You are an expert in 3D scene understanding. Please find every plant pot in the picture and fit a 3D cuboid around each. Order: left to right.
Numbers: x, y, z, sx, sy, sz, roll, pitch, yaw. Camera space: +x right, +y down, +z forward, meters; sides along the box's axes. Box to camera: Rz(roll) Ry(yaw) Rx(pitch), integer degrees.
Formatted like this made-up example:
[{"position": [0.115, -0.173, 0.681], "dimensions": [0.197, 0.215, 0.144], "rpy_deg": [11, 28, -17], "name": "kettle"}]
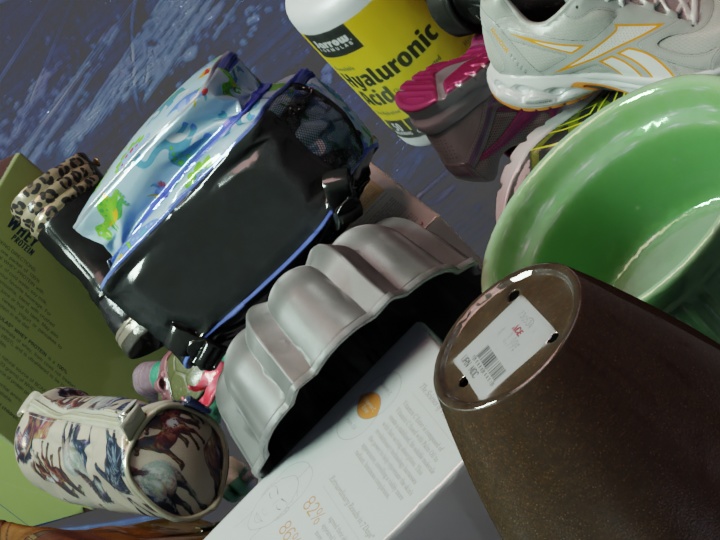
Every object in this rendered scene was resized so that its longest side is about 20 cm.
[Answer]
[{"position": [0.133, 0.095, 1.190], "dimensions": [0.186, 0.200, 0.188], "rpy_deg": [-33, 31, 23], "name": "plant pot"}]

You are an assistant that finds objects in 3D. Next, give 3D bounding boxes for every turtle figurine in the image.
[{"position": [-0.100, 0.086, 1.636], "dimensions": [0.200, 0.101, 0.150], "rpy_deg": [-23, 29, 50], "name": "turtle figurine"}]

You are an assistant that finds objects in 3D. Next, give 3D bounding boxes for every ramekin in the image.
[{"position": [0.179, -0.010, 1.376], "dimensions": [0.199, 0.098, 0.201], "rpy_deg": [-33, 30, 22], "name": "ramekin"}]

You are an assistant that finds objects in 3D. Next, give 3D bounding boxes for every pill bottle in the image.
[{"position": [0.013, -0.197, 1.737], "dimensions": [0.111, 0.200, 0.112], "rpy_deg": [-33, 30, 22], "name": "pill bottle"}]

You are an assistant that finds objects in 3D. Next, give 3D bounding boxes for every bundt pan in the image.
[{"position": [-0.010, 0.046, 1.447], "dimensions": [0.202, 0.202, 0.076], "rpy_deg": [-44, 67, 2], "name": "bundt pan"}]

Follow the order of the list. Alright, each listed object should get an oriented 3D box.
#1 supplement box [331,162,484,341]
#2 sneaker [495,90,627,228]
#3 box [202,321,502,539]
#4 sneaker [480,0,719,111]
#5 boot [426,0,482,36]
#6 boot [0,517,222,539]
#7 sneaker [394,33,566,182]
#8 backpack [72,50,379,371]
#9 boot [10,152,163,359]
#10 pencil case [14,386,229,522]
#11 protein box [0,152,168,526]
[{"position": [0.000, 0.000, 1.630], "dimensions": [0.126, 0.074, 0.200], "rpy_deg": [-46, 26, 0], "name": "supplement box"}, {"position": [0.164, -0.079, 1.511], "dimensions": [0.200, 0.074, 0.084], "rpy_deg": [-54, 29, -15], "name": "sneaker"}, {"position": [0.022, 0.157, 1.358], "dimensions": [0.200, 0.106, 0.152], "rpy_deg": [-45, 27, 2], "name": "box"}, {"position": [0.169, -0.161, 1.477], "dimensions": [0.199, 0.092, 0.076], "rpy_deg": [-8, 37, 16], "name": "sneaker"}, {"position": [0.135, -0.263, 1.610], "dimensions": [0.157, 0.079, 0.213], "rpy_deg": [-5, 72, 48], "name": "boot"}, {"position": [-0.189, 0.178, 1.528], "dimensions": [0.187, 0.069, 0.199], "rpy_deg": [-2, 7, 41], "name": "boot"}, {"position": [0.112, -0.128, 1.646], "dimensions": [0.200, 0.089, 0.081], "rpy_deg": [-35, 23, -31], "name": "sneaker"}, {"position": [-0.081, -0.054, 1.528], "dimensions": [0.183, 0.147, 0.200], "rpy_deg": [-46, 1, 19], "name": "backpack"}, {"position": [-0.166, -0.021, 1.740], "dimensions": [0.073, 0.151, 0.200], "rpy_deg": [-48, -7, 28], "name": "boot"}, {"position": [-0.166, 0.120, 1.568], "dimensions": [0.078, 0.090, 0.200], "rpy_deg": [-40, 20, -26], "name": "pencil case"}, {"position": [-0.270, 0.059, 1.782], "dimensions": [0.135, 0.198, 0.201], "rpy_deg": [-19, 37, 46], "name": "protein box"}]
